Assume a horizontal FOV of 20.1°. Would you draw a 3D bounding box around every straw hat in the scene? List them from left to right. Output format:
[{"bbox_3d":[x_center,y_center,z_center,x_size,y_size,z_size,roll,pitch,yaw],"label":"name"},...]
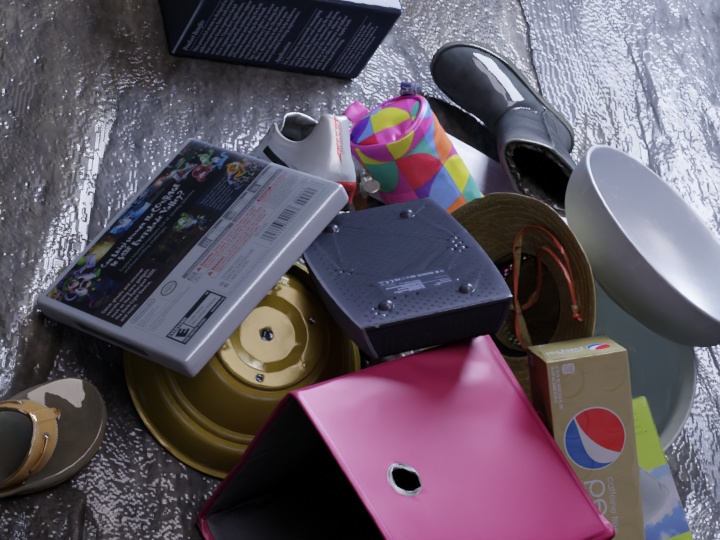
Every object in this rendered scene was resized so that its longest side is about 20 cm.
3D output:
[{"bbox_3d":[0.144,0.027,1.693,0.085,0.201,0.201,-11,62,-46],"label":"straw hat"}]

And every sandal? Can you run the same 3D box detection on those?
[{"bbox_3d":[-0.268,0.129,1.519,0.200,0.054,0.080,-19,67,-39],"label":"sandal"}]

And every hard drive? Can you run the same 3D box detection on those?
[{"bbox_3d":[0.030,0.005,1.599,0.134,0.042,0.200,-11,27,-13],"label":"hard drive"}]

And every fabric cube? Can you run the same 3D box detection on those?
[{"bbox_3d":[0.032,0.195,1.548,0.199,0.200,0.197,-15,64,-38],"label":"fabric cube"}]

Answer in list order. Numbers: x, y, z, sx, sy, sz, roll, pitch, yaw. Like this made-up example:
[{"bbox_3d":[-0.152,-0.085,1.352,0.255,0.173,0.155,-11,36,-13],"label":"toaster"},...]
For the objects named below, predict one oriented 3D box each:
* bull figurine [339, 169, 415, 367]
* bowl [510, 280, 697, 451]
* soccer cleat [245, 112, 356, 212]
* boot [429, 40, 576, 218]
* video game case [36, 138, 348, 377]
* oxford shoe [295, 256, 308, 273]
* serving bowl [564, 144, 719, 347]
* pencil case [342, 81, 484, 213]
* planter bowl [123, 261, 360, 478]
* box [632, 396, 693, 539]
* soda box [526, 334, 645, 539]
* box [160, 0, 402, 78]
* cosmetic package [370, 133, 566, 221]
[{"bbox_3d":[0.000,0.000,1.750,0.065,0.122,0.200,-14,55,-14],"label":"bull figurine"},{"bbox_3d":[0.188,0.098,1.769,0.200,0.090,0.202,0,69,1],"label":"bowl"},{"bbox_3d":[-0.066,-0.089,1.718,0.068,0.200,0.086,4,88,-31],"label":"soccer cleat"},{"bbox_3d":[0.137,-0.133,1.908,0.181,0.073,0.200,33,23,-5],"label":"boot"},{"bbox_3d":[-0.134,-0.015,1.616,0.181,0.023,0.200,19,59,40],"label":"video game case"},{"bbox_3d":[-0.129,-0.004,1.711,0.199,0.058,0.076,-4,75,-16],"label":"oxford shoe"},{"bbox_3d":[0.239,-0.009,1.700,0.200,0.066,0.200,36,26,-21],"label":"serving bowl"},{"bbox_3d":[0.062,-0.067,1.794,0.200,0.088,0.089,58,37,-30],"label":"pencil case"},{"bbox_3d":[-0.084,0.062,1.621,0.200,0.083,0.201,5,70,-16],"label":"planter bowl"},{"bbox_3d":[0.206,0.217,1.666,0.121,0.048,0.201,-18,85,-6],"label":"box"},{"bbox_3d":[0.178,0.157,1.586,0.067,0.064,0.201,-8,100,-9],"label":"soda box"},{"bbox_3d":[-0.082,-0.280,1.913,0.199,0.107,0.149,6,54,-29],"label":"box"},{"bbox_3d":[0.109,-0.062,1.898,0.200,0.051,0.083,29,42,-9],"label":"cosmetic package"}]
